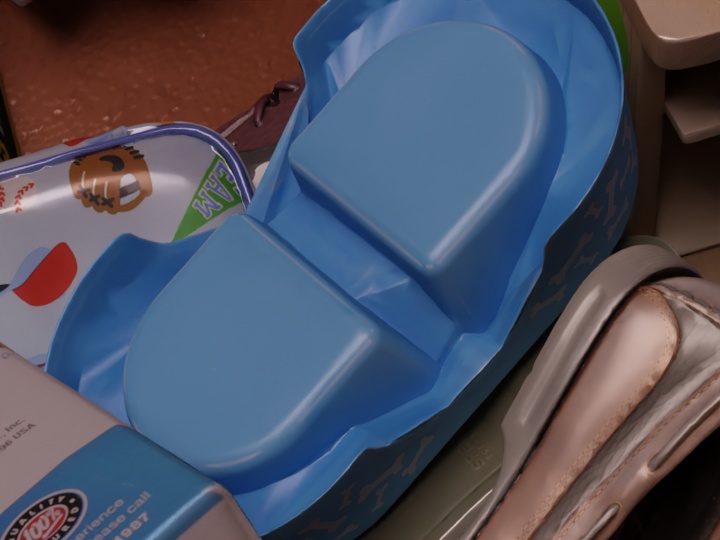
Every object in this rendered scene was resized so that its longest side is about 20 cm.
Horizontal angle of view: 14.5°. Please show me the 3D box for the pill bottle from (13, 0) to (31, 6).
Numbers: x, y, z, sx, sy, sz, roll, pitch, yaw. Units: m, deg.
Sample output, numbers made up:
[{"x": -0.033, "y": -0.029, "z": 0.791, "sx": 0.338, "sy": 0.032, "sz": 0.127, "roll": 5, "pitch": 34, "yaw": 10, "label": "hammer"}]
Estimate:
[{"x": -0.063, "y": -0.182, "z": 1.011, "sx": 0.200, "sy": 0.111, "sz": 0.111, "roll": -39, "pitch": 57, "yaw": -7, "label": "pill bottle"}]

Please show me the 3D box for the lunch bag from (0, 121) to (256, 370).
[{"x": -0.107, "y": 0.051, "z": 0.876, "sx": 0.199, "sy": 0.076, "sz": 0.161, "roll": -20, "pitch": 86, "yaw": -3, "label": "lunch bag"}]

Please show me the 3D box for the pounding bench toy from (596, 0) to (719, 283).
[{"x": 0.134, "y": -0.062, "z": 0.837, "sx": 0.124, "sy": 0.156, "sz": 0.201, "roll": -16, "pitch": 56, "yaw": -8, "label": "pounding bench toy"}]

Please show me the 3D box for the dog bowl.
[{"x": 0.000, "y": 0.000, "z": 0.803, "sx": 0.200, "sy": 0.050, "sz": 0.111, "roll": -49, "pitch": 56, "yaw": -2, "label": "dog bowl"}]

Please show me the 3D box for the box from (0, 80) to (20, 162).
[{"x": -0.202, "y": -0.031, "z": 1.003, "sx": 0.159, "sy": 0.049, "sz": 0.201, "roll": -23, "pitch": 56, "yaw": 6, "label": "box"}]

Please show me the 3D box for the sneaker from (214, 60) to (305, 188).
[{"x": -0.013, "y": -0.073, "z": 0.954, "sx": 0.115, "sy": 0.076, "sz": 0.201, "roll": -17, "pitch": 57, "yaw": 11, "label": "sneaker"}]

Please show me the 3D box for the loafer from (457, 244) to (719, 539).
[{"x": 0.055, "y": 0.094, "z": 0.750, "sx": 0.063, "sy": 0.072, "sz": 0.201, "roll": 29, "pitch": 99, "yaw": 37, "label": "loafer"}]

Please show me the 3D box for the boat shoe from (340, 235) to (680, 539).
[{"x": 0.029, "y": 0.077, "z": 0.820, "sx": 0.201, "sy": 0.061, "sz": 0.072, "roll": -40, "pitch": 31, "yaw": 5, "label": "boat shoe"}]

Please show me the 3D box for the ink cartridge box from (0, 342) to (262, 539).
[{"x": -0.105, "y": 0.116, "z": 0.707, "sx": 0.147, "sy": 0.146, "sz": 0.200, "roll": -41, "pitch": 33, "yaw": -16, "label": "ink cartridge box"}]
